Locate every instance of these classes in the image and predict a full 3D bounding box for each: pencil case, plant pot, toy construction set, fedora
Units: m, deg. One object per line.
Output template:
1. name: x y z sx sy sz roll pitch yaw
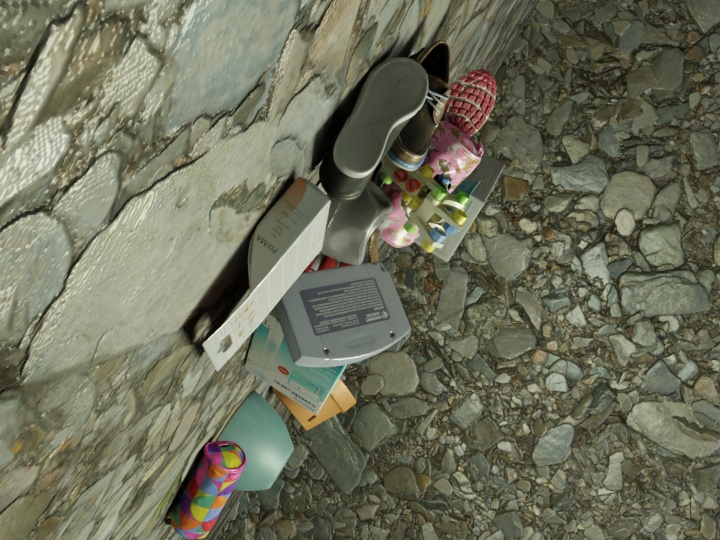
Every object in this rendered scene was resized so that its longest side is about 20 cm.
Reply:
1. pencil case: 0.097 -0.130 1.035 0.086 0.083 0.200 6 131 -50
2. pencil case: -0.281 0.399 1.246 0.201 0.088 0.088 -58 176 22
3. plant pot: -0.217 0.370 1.404 0.201 0.134 0.200 -58 176 -7
4. toy construction set: 0.070 -0.123 0.927 0.092 0.201 0.131 -35 176 30
5. plant pot: -0.127 0.298 1.695 0.140 0.200 0.200 -40 171 -13
6. fedora: -0.014 -0.071 0.945 0.178 0.090 0.200 -58 175 -14

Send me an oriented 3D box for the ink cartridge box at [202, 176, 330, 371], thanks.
1. ink cartridge box: -0.114 0.009 0.758 0.200 0.050 0.162 -49 173 -17

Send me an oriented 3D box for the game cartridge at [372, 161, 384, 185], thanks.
1. game cartridge: 0.057 -0.214 1.048 0.133 0.041 0.201 -50 171 -44

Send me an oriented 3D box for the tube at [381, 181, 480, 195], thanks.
1. tube: 0.092 -0.127 1.126 0.078 0.199 0.051 -56 138 -36

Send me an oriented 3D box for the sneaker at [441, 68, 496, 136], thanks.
1. sneaker: 0.135 -0.230 1.066 0.200 0.080 0.075 -52 -165 33

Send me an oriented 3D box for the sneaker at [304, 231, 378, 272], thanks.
1. sneaker: -0.030 0.028 1.092 0.071 0.111 0.202 -61 154 -62

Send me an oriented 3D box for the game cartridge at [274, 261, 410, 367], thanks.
1. game cartridge: -0.025 0.062 0.950 0.199 0.134 0.041 -9 157 -39

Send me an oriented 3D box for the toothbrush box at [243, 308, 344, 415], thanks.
1. toothbrush box: -0.088 0.118 1.055 0.085 0.146 0.200 -55 176 -35

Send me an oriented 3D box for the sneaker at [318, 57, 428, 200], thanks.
1. sneaker: 0.010 -0.164 0.799 0.201 0.070 0.099 -60 -172 -30

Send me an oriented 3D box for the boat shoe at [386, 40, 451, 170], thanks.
1. boat shoe: 0.074 -0.218 0.863 0.072 0.072 0.201 -41 -148 51

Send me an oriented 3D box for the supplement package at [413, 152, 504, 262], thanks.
1. supplement package: 0.127 -0.155 1.244 0.152 0.199 0.151 -54 173 -47
